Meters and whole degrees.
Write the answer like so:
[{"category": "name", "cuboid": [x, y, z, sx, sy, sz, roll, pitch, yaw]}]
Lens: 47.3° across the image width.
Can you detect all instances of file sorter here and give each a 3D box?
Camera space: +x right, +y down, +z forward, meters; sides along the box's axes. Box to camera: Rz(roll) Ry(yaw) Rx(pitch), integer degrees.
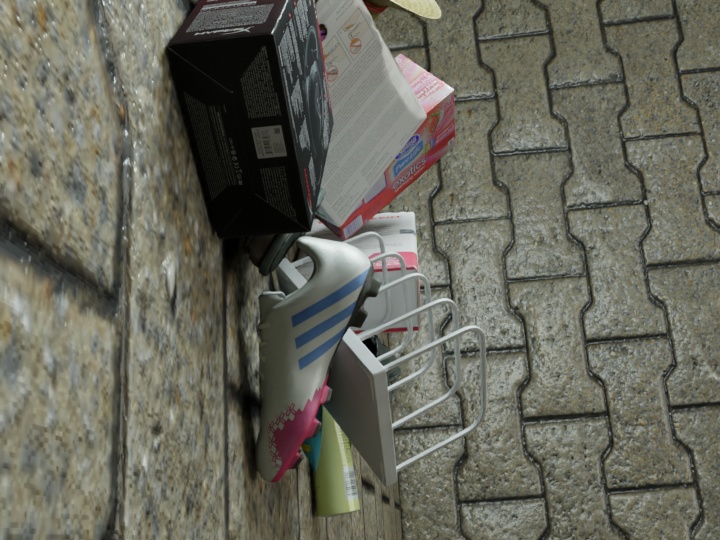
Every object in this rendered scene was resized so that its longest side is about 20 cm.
[{"category": "file sorter", "cuboid": [0.020, 0.073, 0.801, 0.200, 0.124, 0.140, 45, -30, 48]}]

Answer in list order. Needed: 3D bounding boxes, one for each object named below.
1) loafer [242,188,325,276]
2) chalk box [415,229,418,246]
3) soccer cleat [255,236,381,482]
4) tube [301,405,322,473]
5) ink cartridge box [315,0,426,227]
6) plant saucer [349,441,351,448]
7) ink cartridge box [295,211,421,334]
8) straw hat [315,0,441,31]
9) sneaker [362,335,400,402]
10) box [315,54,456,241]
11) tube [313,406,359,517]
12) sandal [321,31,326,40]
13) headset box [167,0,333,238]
[{"category": "loafer", "cuboid": [-0.078, -0.048, 0.715, 0.072, 0.063, 0.200, -55, -176, 14]}, {"category": "chalk box", "cuboid": [0.018, -0.006, 1.266, 0.200, 0.123, 0.126, -67, 168, -80]}, {"category": "soccer cleat", "cuboid": [-0.057, 0.067, 0.672, 0.202, 0.086, 0.070, -67, -170, -6]}, {"category": "tube", "cuboid": [-0.056, 0.127, 0.805, 0.201, 0.050, 0.078, 86, -1, -57]}, {"category": "ink cartridge box", "cuboid": [-0.030, -0.166, 0.819, 0.050, 0.161, 0.200, 27, -16, 44]}, {"category": "plant saucer", "cuboid": [-0.036, 0.145, 1.129, 0.200, 0.031, 0.203, -4, 90, -86]}, {"category": "ink cartridge box", "cuboid": [0.000, 0.000, 1.015, 0.200, 0.143, 0.085, -84, 169, -68]}, {"category": "straw hat", "cuboid": [-0.016, -0.292, 0.864, 0.085, 0.200, 0.202, -50, -160, 27]}, {"category": "sneaker", "cuboid": [0.014, 0.126, 1.172, 0.200, 0.075, 0.092, -85, 163, -79]}, {"category": "box", "cuboid": [0.014, -0.148, 0.981, 0.095, 0.200, 0.103, 40, -18, 26]}, {"category": "tube", "cuboid": [-0.039, 0.184, 0.971, 0.058, 0.051, 0.202, -23, -110, 51]}, {"category": "sandal", "cuboid": [-0.038, -0.286, 1.045, 0.204, 0.049, 0.083, -111, -156, -47]}, {"category": "headset box", "cuboid": [-0.073, -0.143, 0.636, 0.201, 0.076, 0.150, -86, 169, -54]}]
